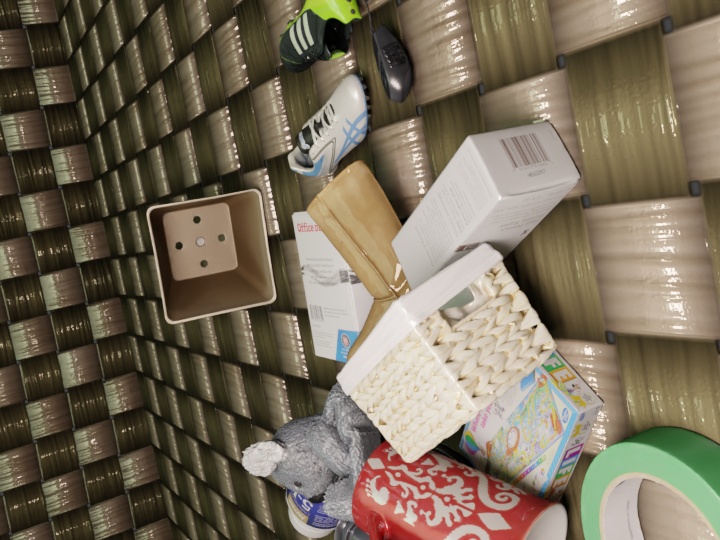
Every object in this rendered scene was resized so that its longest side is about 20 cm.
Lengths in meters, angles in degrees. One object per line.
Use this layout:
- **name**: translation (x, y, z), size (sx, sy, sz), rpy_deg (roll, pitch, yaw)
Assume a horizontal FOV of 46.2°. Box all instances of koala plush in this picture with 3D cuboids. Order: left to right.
- **koala plush**: translation (-0.047, 0.242, 1.151), size (0.197, 0.176, 0.188), rpy_deg (-16, 81, 29)

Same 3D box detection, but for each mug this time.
- **mug**: translation (0.085, 0.260, 0.861), size (0.198, 0.176, 0.136), rpy_deg (21, 98, 36)

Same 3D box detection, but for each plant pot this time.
- **plant pot**: translation (-0.278, -0.038, 1.527), size (0.177, 0.196, 0.205), rpy_deg (-153, 53, -70)

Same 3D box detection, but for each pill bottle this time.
- **pill bottle**: translation (-0.055, 0.338, 1.333), size (0.121, 0.118, 0.202), rpy_deg (58, 148, 30)

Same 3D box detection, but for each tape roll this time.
- **tape roll**: translation (0.275, 0.240, 0.724), size (0.200, 0.047, 0.205), rpy_deg (36, 132, 52)

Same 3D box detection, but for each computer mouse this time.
- **computer mouse**: translation (0.024, -0.287, 0.988), size (0.059, 0.033, 0.204), rpy_deg (81, 173, -74)

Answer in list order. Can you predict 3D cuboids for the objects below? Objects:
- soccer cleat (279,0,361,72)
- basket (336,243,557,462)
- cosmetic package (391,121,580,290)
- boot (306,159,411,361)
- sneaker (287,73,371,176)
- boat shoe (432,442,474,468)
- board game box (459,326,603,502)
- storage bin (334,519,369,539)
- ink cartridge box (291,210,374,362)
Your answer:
- **soccer cleat**: translation (-0.055, -0.297, 1.086), size (0.082, 0.067, 0.200), rpy_deg (65, 155, 8)
- **basket**: translation (0.082, 0.090, 0.838), size (0.124, 0.134, 0.201), rpy_deg (53, 149, 12)
- **cosmetic package**: translation (0.116, -0.055, 0.835), size (0.075, 0.100, 0.201), rpy_deg (66, 152, 21)
- **boot**: translation (0.000, 0.000, 1.023), size (0.174, 0.066, 0.201), rpy_deg (-39, 84, 20)
- **sneaker**: translation (-0.042, -0.184, 1.113), size (0.200, 0.071, 0.073), rpy_deg (-50, 57, 57)
- **boat shoe**: translation (0.130, 0.270, 0.965), size (0.200, 0.076, 0.060), rpy_deg (43, 172, 24)
- **board game box**: translation (0.174, 0.167, 0.899), size (0.135, 0.034, 0.203), rpy_deg (52, 144, 40)
- **storage bin**: translation (0.046, 0.436, 1.177), size (0.133, 0.144, 0.204), rpy_deg (23, 123, 45)
- **ink cartridge box**: translation (-0.014, 0.013, 1.136), size (0.144, 0.082, 0.205), rpy_deg (3, 104, 62)
